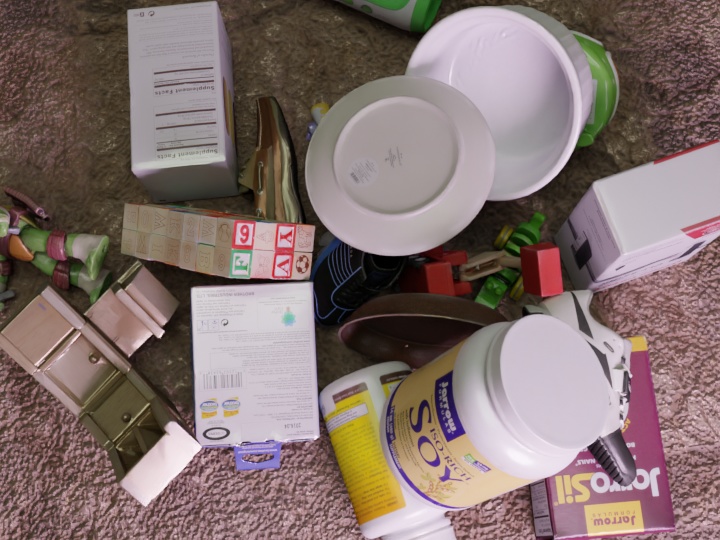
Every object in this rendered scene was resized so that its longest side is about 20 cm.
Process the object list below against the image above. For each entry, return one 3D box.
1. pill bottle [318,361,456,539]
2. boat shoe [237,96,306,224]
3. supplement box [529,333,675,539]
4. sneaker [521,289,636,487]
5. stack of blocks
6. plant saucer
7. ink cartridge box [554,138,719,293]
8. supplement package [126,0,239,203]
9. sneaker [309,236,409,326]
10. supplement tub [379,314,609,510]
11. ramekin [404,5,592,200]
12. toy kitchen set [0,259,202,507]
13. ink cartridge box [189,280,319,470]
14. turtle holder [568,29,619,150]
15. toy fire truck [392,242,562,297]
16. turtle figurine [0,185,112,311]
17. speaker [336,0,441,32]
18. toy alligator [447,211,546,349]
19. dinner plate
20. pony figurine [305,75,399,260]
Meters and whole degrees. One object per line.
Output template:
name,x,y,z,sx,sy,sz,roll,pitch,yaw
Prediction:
pill bottle,0.034,0.207,1.011,0.108,0.109,0.202,-18,74,-4
boat shoe,-0.110,-0.107,1.123,0.073,0.076,0.203,-10,73,1
supplement box,0.244,0.180,1.017,0.129,0.103,0.203,-5,74,-1
sneaker,0.241,0.109,0.946,0.087,0.074,0.202,-21,74,-3
stack of blocks,-0.159,-0.034,1.048,0.198,0.114,0.060,11,97,42
plant saucer,0.076,0.065,1.004,0.197,0.201,0.035,7,70,3
ink cartridge box,0.307,-0.050,1.033,0.142,0.200,0.085,-19,78,-4
supplement package,-0.208,-0.196,1.129,0.108,0.114,0.203,-6,75,0
sneaker,0.000,0.000,1.031,0.069,0.201,0.078,12,38,-24
supplement tub,0.123,0.136,0.903,0.144,0.200,0.147,14,59,-25
ramekin,0.152,-0.186,1.025,0.200,0.202,0.098,37,34,11
toy kitchen set,-0.243,0.089,0.977,0.163,0.180,0.200,-46,110,-10
ink cartridge box,-0.116,0.116,1.036,0.134,0.076,0.203,-2,86,-7
turtle holder,0.215,-0.207,1.121,0.184,0.132,0.142,-22,101,36
toy fire truck,0.118,-0.002,1.036,0.139,0.200,0.050,-11,100,-13
turtle figurine,-0.389,-0.002,1.066,0.191,0.200,0.146,15,109,1
speaker,0.004,-0.370,1.190,0.198,0.089,0.089,25,76,8
toy alligator,0.160,0.010,1.093,0.059,0.054,0.201,32,77,10
dinner plate,0.038,-0.113,0.968,0.197,0.024,0.203,-4,70,11
pony figurine,0.015,-0.113,1.096,0.191,0.167,0.201,-21,59,-13
